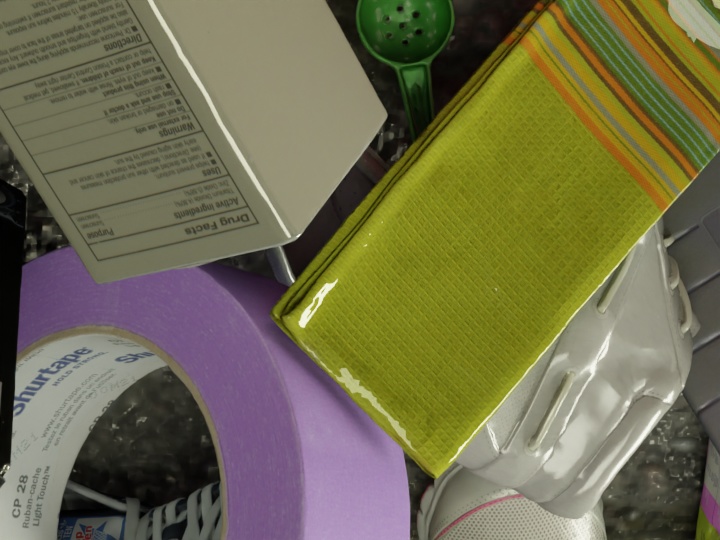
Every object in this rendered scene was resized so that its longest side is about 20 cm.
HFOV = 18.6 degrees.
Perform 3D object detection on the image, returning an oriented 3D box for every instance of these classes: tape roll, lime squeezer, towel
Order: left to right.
[{"bbox_3d":[-0.081,0.093,0.785,0.200,0.200,0.066,-49,147,16],"label":"tape roll"},{"bbox_3d":[0.012,-0.106,0.777,0.038,0.071,0.201,-1,117,11],"label":"lime squeezer"},{"bbox_3d":[0.063,-0.030,0.758,0.086,0.018,0.200,44,78,-14],"label":"towel"}]

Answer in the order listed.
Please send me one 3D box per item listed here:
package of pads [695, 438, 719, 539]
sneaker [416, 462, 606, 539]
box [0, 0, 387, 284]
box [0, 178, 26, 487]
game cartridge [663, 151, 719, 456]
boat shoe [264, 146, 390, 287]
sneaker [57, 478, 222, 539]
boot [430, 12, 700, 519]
[{"bbox_3d":[0.219,0.110,0.924,0.154,0.068,0.201,-1,116,-8],"label":"package of pads"},{"bbox_3d":[0.072,0.160,0.909,0.081,0.088,0.201,-10,124,-2],"label":"sneaker"},{"bbox_3d":[-0.084,-0.101,0.700,0.095,0.078,0.201,-10,120,36],"label":"box"},{"bbox_3d":[-0.173,0.065,0.735,0.043,0.200,0.160,30,108,-19],"label":"box"},{"bbox_3d":[0.201,-0.014,0.834,0.199,0.130,0.038,-32,153,8],"label":"game cartridge"},{"bbox_3d":[0.001,-0.001,0.840,0.074,0.065,0.202,-27,117,6],"label":"boat shoe"},{"bbox_3d":[-0.064,0.104,0.848,0.108,0.070,0.200,19,144,-12],"label":"sneaker"},{"bbox_3d":[0.089,-0.010,0.816,0.095,0.073,0.201,33,80,-23],"label":"boot"}]
